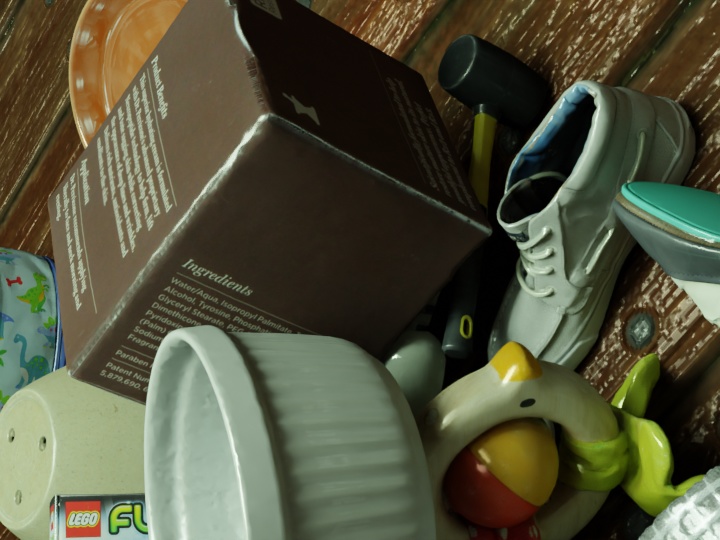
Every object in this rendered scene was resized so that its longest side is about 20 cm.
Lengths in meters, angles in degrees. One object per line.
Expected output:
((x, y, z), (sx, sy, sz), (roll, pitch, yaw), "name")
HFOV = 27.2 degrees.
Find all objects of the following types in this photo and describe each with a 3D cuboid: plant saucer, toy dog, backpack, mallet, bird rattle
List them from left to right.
((-0.318, 0.071, 1.285), (0.199, 0.146, 0.186), (-15, 69, 50), "backpack")
((-0.153, -0.139, 1.181), (0.198, 0.032, 0.203), (12, 110, 35), "plant saucer")
((0.023, 0.136, 0.920), (0.202, 0.131, 0.096), (-64, 11, 6), "toy dog")
((0.078, -0.042, 0.901), (0.041, 0.065, 0.203), (-20, 62, 50), "mallet")
((0.083, 0.116, 0.807), (0.200, 0.163, 0.113), (-40, 34, 19), "bird rattle")

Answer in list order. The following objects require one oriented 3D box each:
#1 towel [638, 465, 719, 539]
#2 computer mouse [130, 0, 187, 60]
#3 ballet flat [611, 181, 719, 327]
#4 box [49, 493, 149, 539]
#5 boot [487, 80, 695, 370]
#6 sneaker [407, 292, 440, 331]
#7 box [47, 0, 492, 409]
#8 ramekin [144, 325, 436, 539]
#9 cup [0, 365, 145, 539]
((0.175, 0.217, 0.732), (0.201, 0.085, 0.166), (-54, 46, 26), "towel")
((-0.111, -0.230, 1.176), (0.139, 0.052, 0.200), (52, 128, 12), "computer mouse")
((0.210, 0.004, 0.751), (0.198, 0.073, 0.074), (15, 93, 41), "ballet flat")
((-0.102, 0.201, 0.971), (0.035, 0.197, 0.112), (136, 133, -65), "box")
((0.106, -0.018, 0.854), (0.074, 0.095, 0.202), (45, 115, 44), "boot")
((0.000, -0.001, 0.996), (0.201, 0.080, 0.115), (-58, 39, 18), "sneaker")
((-0.062, -0.032, 0.874), (0.200, 0.163, 0.167), (-49, 35, 24), "box")
((-0.039, 0.128, 0.774), (0.200, 0.104, 0.203), (176, 90, -69), "ramekin")
((-0.196, 0.148, 1.132), (0.199, 0.142, 0.203), (-13, 73, 46), "cup")
